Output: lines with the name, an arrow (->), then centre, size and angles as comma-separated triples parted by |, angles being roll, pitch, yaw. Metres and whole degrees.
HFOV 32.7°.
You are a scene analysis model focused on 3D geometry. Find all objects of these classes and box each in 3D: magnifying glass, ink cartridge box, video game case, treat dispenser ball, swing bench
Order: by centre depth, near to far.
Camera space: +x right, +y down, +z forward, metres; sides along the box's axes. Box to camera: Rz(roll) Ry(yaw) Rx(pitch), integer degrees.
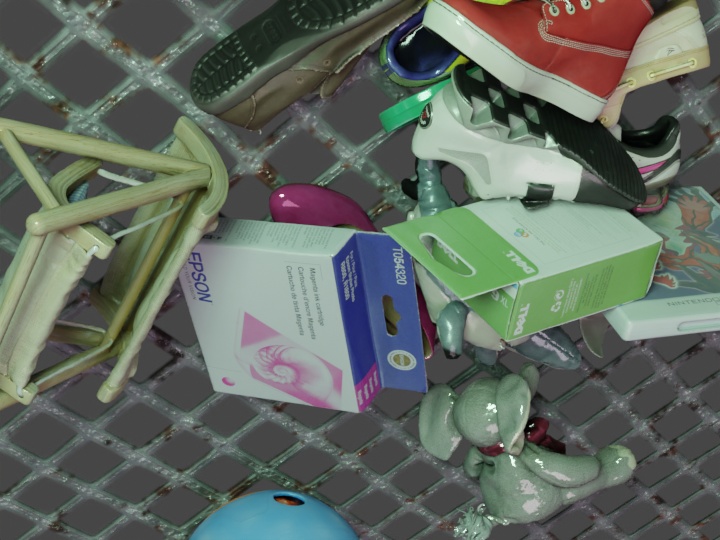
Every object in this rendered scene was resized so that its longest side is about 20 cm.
swing bench -> -0.211, -0.003, 0.919 | 0.200, 0.130, 0.199 | -4, 135, -45
ink cartridge box -> 0.123, -0.007, 0.950 | 0.200, 0.104, 0.059 | -16, 132, -30
magnifying glass -> 0.107, -0.158, 0.978 | 0.200, 0.080, 0.022 | -27, 93, -8
ink cartridge box -> -0.050, 0.043, 1.054 | 0.200, 0.043, 0.196 | 6, 136, 17
video game case -> 0.265, -0.013, 1.063 | 0.182, 0.200, 0.023 | -5, 124, -17
treat dispenser ball -> -0.088, 0.324, 1.247 | 0.201, 0.201, 0.201 | -10, 133, -11

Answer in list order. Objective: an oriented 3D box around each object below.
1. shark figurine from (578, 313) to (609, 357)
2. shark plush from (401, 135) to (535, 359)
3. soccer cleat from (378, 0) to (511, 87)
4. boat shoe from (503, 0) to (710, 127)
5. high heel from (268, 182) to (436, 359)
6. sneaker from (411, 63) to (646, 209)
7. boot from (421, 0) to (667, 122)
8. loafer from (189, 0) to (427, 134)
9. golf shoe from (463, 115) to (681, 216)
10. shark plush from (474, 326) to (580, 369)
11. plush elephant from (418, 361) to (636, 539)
shark figurine -> 0.247, 0.038, 1.128 | 0.214, 0.090, 0.128 | 9, 171, -6
shark plush -> 0.082, -0.022, 1.029 | 0.083, 0.091, 0.200 | -19, 97, 1
soccer cleat -> 0.101, -0.201, 0.909 | 0.200, 0.084, 0.065 | -34, 96, 14
boat shoe -> 0.192, -0.147, 0.992 | 0.200, 0.074, 0.069 | -27, 101, 5
high heel -> 0.000, 0.000, 1.055 | 0.067, 0.096, 0.200 | -41, 131, 19
sneaker -> 0.130, -0.087, 0.955 | 0.200, 0.074, 0.089 | 23, 133, -22
boot -> 0.140, -0.195, 0.860 | 0.200, 0.072, 0.144 | 10, 119, -47
loafer -> -0.032, -0.172, 0.915 | 0.200, 0.073, 0.071 | -28, 144, 14
golf shoe -> 0.182, -0.096, 1.053 | 0.200, 0.073, 0.092 | -6, 127, -20
shark plush -> 0.126, 0.016, 1.115 | 0.091, 0.083, 0.200 | -40, 119, -8
plush elephant -> 0.150, 0.165, 1.236 | 0.200, 0.165, 0.155 | -22, 105, -42
